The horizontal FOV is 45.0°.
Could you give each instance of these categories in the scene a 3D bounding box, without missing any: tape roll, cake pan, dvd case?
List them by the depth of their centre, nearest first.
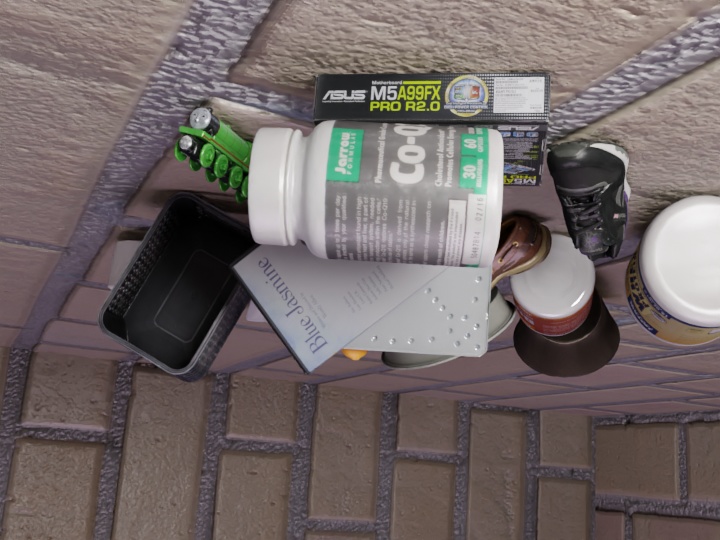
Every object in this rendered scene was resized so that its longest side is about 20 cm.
[{"bbox_3d":[-0.020,-0.008,0.898,0.199,0.143,0.018,-37,-179,7],"label":"dvd case"},{"bbox_3d":[0.114,0.072,1.191,0.198,0.037,0.200,-22,-167,5],"label":"cake pan"},{"bbox_3d":[-0.280,0.008,1.327,0.199,0.072,0.202,8,174,1],"label":"tape roll"}]

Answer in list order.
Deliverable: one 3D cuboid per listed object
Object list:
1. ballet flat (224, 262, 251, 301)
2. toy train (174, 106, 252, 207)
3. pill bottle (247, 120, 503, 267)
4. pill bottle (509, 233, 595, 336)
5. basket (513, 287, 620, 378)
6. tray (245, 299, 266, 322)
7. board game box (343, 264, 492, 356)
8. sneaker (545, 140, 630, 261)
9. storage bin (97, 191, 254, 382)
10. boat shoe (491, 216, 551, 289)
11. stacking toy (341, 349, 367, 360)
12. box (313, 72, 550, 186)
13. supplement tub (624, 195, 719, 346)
[{"bbox_3d":[-0.158,0.001,1.185,0.198,0.068,0.075,29,-174,16],"label":"ballet flat"},{"bbox_3d":[-0.125,-0.107,0.883,0.041,0.057,0.200,15,171,21],"label":"toy train"},{"bbox_3d":[0.013,-0.064,0.713,0.197,0.115,0.113,3,167,3],"label":"pill bottle"},{"bbox_3d":[0.267,0.029,1.207,0.111,0.114,0.200,1,166,13],"label":"pill bottle"},{"bbox_3d":[0.327,0.085,1.395,0.178,0.138,0.200,-3,161,14],"label":"basket"},{"bbox_3d":[-0.047,0.035,1.150,0.197,0.022,0.108,-3,144,-22],"label":"tray"},{"bbox_3d":[0.039,-0.017,0.916,0.197,0.203,0.026,3,-175,5],"label":"board game box"},{"bbox_3d":[0.239,-0.064,0.881,0.075,0.089,0.200,-3,165,28],"label":"sneaker"},{"bbox_3d":[-0.217,0.023,1.088,0.134,0.202,0.094,28,168,6],"label":"storage bin"},{"bbox_3d":[0.147,-0.010,1.114,0.067,0.073,0.199,28,132,-37],"label":"boat shoe"},{"bbox_3d":[0.000,0.000,0.976,0.114,0.203,0.110,6,167,-12],"label":"stacking toy"},{"bbox_3d":[0.068,-0.123,0.786,0.197,0.045,0.160,2,167,10],"label":"box"},{"bbox_3d":[0.388,0.009,1.020,0.142,0.147,0.200,2,166,10],"label":"supplement tub"}]
